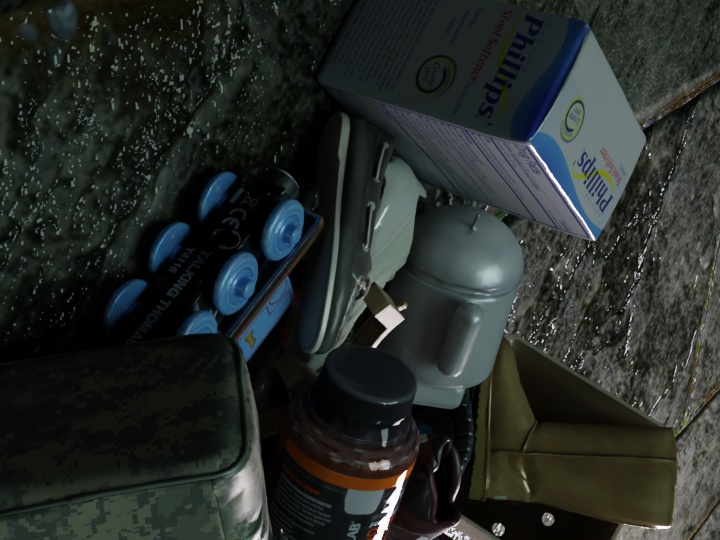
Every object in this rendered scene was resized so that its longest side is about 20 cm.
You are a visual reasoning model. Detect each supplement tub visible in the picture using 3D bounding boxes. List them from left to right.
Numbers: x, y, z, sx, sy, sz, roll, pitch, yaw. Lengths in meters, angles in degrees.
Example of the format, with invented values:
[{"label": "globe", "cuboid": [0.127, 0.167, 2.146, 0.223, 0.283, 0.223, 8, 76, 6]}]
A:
[{"label": "supplement tub", "cuboid": [-0.019, 0.157, 0.897, 0.107, 0.107, 0.201, -21, 137, -49]}]

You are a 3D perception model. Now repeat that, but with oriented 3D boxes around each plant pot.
[{"label": "plant pot", "cuboid": [0.183, 0.226, 1.272, 0.200, 0.199, 0.177, -54, 167, -21]}]

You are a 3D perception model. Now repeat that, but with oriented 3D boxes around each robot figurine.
[{"label": "robot figurine", "cuboid": [0.080, 0.026, 1.067, 0.112, 0.170, 0.201, 8, 115, -13]}]

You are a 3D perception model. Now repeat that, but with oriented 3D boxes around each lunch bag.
[{"label": "lunch bag", "cuboid": [-0.152, 0.147, 0.731, 0.199, 0.140, 0.168, -10, 126, -3]}]

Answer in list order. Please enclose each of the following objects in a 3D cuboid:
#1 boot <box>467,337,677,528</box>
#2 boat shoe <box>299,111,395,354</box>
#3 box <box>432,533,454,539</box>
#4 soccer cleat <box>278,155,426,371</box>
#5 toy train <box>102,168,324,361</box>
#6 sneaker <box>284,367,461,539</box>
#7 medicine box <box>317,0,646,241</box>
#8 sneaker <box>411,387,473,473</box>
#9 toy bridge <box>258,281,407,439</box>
[{"label": "boot", "cuboid": [0.210, 0.157, 1.169, 0.066, 0.199, 0.176, 83, 12, -84]}, {"label": "boat shoe", "cuboid": [-0.005, -0.029, 0.898, 0.057, 0.067, 0.201, 15, 64, -19]}, {"label": "box", "cuboid": [0.016, 0.334, 1.098, 0.201, 0.114, 0.132, -57, 168, 4]}, {"label": "soccer cleat", "cuboid": [0.000, 0.000, 0.984, 0.077, 0.069, 0.201, 33, 77, -40]}, {"label": "toy train", "cuboid": [-0.103, 0.019, 0.839, 0.200, 0.086, 0.115, -54, 154, -27]}, {"label": "sneaker", "cuboid": [0.023, 0.131, 0.971, 0.076, 0.115, 0.201, -30, 87, -41]}, {"label": "medicine box", "cuboid": [0.100, -0.128, 0.939, 0.103, 0.199, 0.182, -63, 147, -8]}, {"label": "sneaker", "cuboid": [0.080, 0.153, 1.153, 0.082, 0.073, 0.201, 82, 21, -53]}, {"label": "toy bridge", "cuboid": [-0.043, 0.087, 0.928, 0.200, 0.027, 0.067, -38, 146, 5]}]
